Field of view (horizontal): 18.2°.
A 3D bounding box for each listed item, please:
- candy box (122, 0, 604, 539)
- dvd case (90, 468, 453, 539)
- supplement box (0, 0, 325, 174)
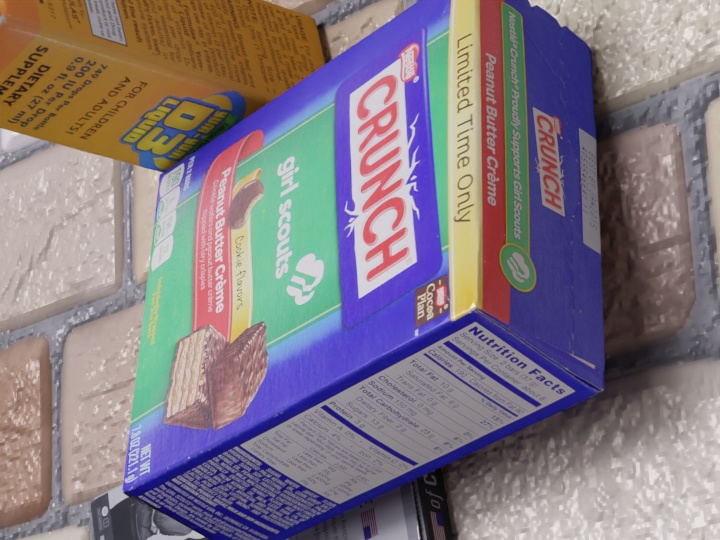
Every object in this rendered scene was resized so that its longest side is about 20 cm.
[{"bbox_3d":[0.000,0.000,0.906,0.200,0.077,0.169,-29,44,35],"label":"candy box"},{"bbox_3d":[-0.039,0.138,0.972,0.200,0.025,0.151,-28,61,36],"label":"dvd case"},{"bbox_3d":[-0.101,-0.091,0.969,0.067,0.200,0.069,-38,58,33],"label":"supplement box"}]
